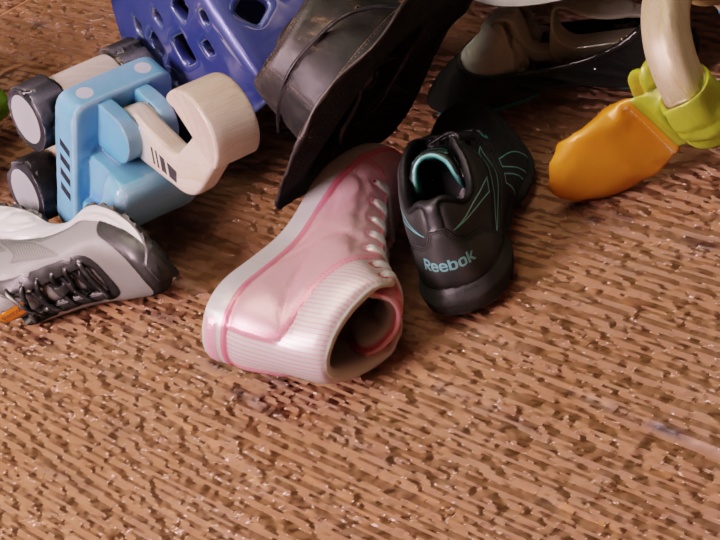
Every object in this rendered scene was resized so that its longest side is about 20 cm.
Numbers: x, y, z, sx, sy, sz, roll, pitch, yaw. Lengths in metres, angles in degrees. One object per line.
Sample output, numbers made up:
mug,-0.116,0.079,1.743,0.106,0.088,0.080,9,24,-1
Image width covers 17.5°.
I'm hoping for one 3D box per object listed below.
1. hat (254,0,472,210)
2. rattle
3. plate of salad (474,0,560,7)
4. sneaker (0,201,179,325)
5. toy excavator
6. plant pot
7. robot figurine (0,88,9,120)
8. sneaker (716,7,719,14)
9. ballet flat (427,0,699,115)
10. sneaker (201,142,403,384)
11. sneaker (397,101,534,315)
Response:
hat,-0.014,-0.133,1.465,0.081,0.201,0.201,38,60,10
rattle,0.188,-0.154,1.434,0.143,0.129,0.201,-34,57,56
plate of salad,0.158,-0.222,1.532,0.199,0.048,0.200,-20,29,12
sneaker,-0.198,0.004,1.554,0.199,0.074,0.080,-1,48,44
toy excavator,-0.139,-0.080,1.546,0.100,0.195,0.200,-27,51,-31
plant pot,-0.078,-0.219,1.615,0.200,0.180,0.200,-42,7,-23
robot figurine,-0.356,-0.105,1.767,0.175,0.116,0.200,-43,35,-12
sneaker,0.319,-0.174,1.459,0.199,0.074,0.082,7,28,32
ballet flat,0.127,-0.150,1.542,0.199,0.069,0.068,-7,38,27
sneaker,0.000,0.000,1.416,0.104,0.076,0.200,15,43,29
sneaker,0.063,-0.059,1.446,0.075,0.080,0.200,-17,32,14
